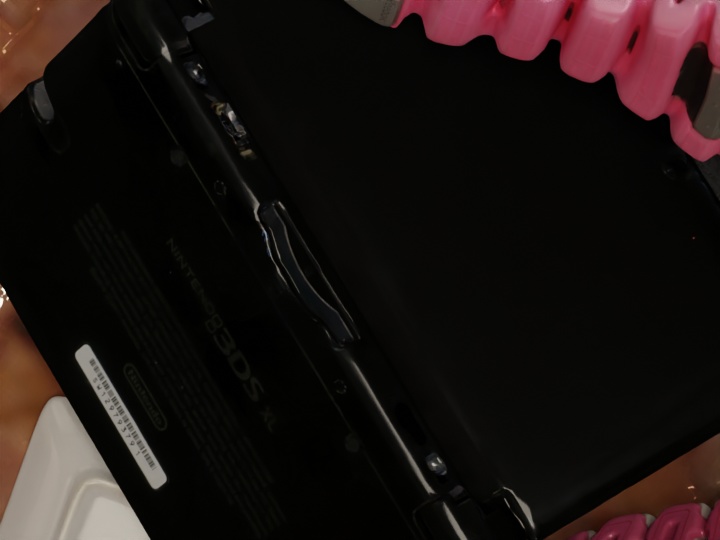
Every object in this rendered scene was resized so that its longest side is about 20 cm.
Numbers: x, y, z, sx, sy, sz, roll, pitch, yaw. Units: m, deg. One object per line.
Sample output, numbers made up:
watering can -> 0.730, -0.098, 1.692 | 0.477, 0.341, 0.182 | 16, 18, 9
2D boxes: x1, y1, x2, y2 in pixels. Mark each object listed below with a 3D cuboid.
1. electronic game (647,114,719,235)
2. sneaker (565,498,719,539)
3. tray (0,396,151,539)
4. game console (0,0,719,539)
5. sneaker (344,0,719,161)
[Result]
electronic game -> 0.174, -0.081, 0.857 | 0.200, 0.042, 0.200 | 0, 71, -1
sneaker -> 0.148, 0.112, 0.838 | 0.200, 0.074, 0.087 | -13, 121, 25
tray -> -0.024, 0.123, 0.884 | 0.200, 0.022, 0.107 | 20, 90, -4
game console -> 0.000, 0.000, 0.845 | 0.176, 0.116, 0.200 | -39, 79, 42
sneaker -> 0.089, -0.094, 0.797 | 0.200, 0.079, 0.095 | 25, 63, -3
